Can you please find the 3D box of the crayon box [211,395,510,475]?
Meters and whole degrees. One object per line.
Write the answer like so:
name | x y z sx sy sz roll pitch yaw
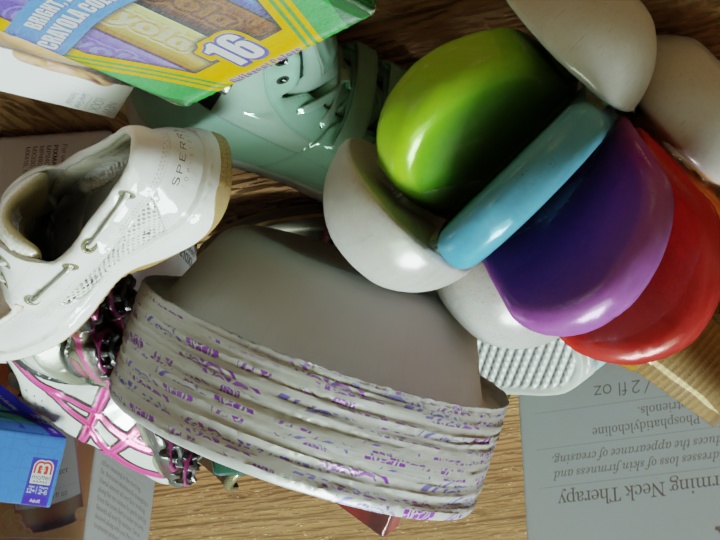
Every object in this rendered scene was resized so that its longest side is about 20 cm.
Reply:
crayon box | 0.011 0.091 1.351 0.198 0.052 0.126 -2 -165 15

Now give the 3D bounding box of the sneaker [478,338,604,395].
sneaker | 0.090 0.035 1.261 0.082 0.075 0.199 -27 -158 -36

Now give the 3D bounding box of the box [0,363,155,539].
box | -0.223 0.123 1.360 0.151 0.202 0.106 -2 159 16

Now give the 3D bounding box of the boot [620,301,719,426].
boot | 0.172 -0.012 1.116 0.144 0.201 0.071 43 126 3

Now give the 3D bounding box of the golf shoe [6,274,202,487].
golf shoe | -0.146 0.058 1.143 0.091 0.073 0.200 0 147 20

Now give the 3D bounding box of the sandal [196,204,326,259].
sandal | 0.000 0.000 1.209 0.198 0.055 0.080 3 159 2

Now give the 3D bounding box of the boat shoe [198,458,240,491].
boat shoe | -0.096 0.122 1.501 0.200 0.076 0.075 3 158 3

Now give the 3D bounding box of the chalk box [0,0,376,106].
chalk box | -0.102 -0.162 0.740 0.199 0.126 0.123 21 153 -38

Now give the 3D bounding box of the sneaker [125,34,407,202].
sneaker | -0.006 -0.085 0.978 0.198 0.074 0.118 9 156 -13

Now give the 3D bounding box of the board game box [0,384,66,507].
board game box | -0.282 0.076 1.120 0.199 0.045 0.152 10 -171 -34

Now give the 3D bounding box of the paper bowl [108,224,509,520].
paper bowl | -0.020 0.045 1.042 0.199 0.105 0.201 20 -174 -2

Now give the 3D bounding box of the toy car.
toy car | 0.095 -0.029 0.933 0.175 0.151 0.199 -44 137 17

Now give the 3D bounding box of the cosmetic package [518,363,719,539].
cosmetic package | 0.216 0.164 1.347 0.166 0.202 0.166 -11 165 31

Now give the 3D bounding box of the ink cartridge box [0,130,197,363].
ink cartridge box | -0.212 -0.009 1.189 0.198 0.085 0.145 -3 157 16

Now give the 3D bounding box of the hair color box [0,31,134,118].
hair color box | -0.185 -0.136 0.903 0.198 0.065 0.109 11 157 -19

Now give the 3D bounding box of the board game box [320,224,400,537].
board game box | 0.007 0.047 1.162 0.103 0.019 0.201 33 125 20

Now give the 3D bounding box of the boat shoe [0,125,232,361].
boat shoe | -0.147 -0.020 0.987 0.069 0.071 0.199 19 140 -39
